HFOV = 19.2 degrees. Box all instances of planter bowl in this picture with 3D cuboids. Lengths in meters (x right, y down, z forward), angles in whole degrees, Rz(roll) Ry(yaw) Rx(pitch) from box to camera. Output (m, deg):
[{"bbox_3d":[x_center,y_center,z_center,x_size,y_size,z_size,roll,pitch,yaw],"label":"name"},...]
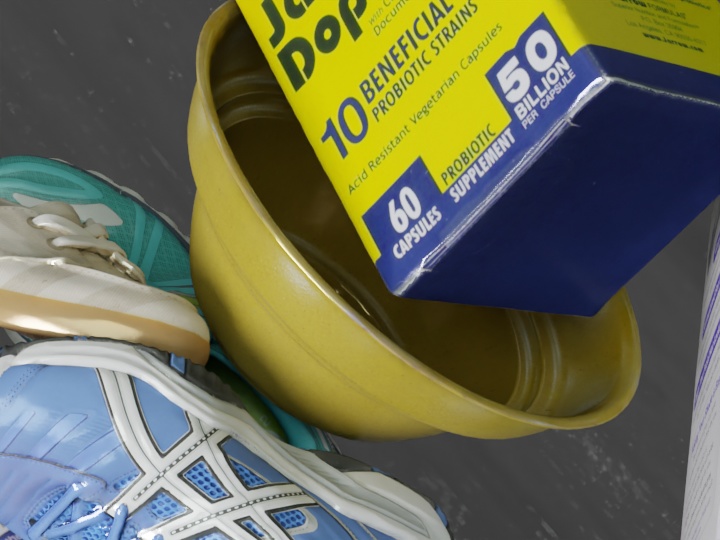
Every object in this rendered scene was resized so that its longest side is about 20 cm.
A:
[{"bbox_3d":[0.000,0.000,0.771,0.083,0.200,0.201,-46,75,28],"label":"planter bowl"}]

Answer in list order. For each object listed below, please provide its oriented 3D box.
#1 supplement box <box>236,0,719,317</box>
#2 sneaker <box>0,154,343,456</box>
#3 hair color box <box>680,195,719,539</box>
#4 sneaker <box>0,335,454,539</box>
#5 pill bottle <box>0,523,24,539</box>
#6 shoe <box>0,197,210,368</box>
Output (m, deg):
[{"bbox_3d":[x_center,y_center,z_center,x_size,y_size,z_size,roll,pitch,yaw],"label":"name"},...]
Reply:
[{"bbox_3d":[0.037,-0.097,0.741,0.109,0.109,0.200,-47,56,30],"label":"supplement box"},{"bbox_3d":[-0.076,0.025,0.794,0.200,0.080,0.078,43,81,13],"label":"sneaker"},{"bbox_3d":[0.151,0.041,0.740,0.065,0.109,0.201,7,62,4],"label":"hair color box"},{"bbox_3d":[-0.054,0.085,0.692,0.199,0.076,0.077,22,38,-18],"label":"sneaker"},{"bbox_3d":[-0.135,0.112,0.756,0.116,0.116,0.200,-40,76,-7],"label":"pill bottle"},{"bbox_3d":[-0.135,-0.011,0.748,0.199,0.070,0.054,17,85,27],"label":"shoe"}]
